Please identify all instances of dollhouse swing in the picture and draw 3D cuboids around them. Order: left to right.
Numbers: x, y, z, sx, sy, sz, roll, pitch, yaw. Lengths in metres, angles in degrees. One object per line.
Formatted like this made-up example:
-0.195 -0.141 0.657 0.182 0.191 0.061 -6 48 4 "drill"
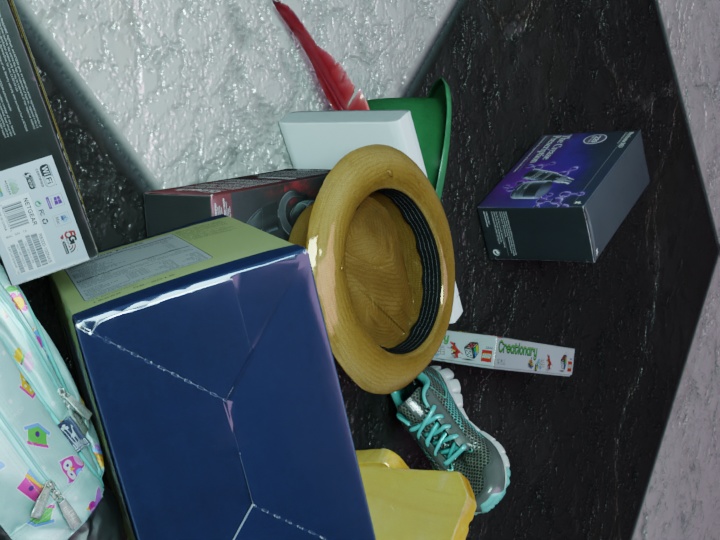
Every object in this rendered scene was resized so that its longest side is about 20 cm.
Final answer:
0.040 0.294 0.967 0.182 0.174 0.201 56 49 -42 "dollhouse swing"

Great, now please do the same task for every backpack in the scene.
-0.233 0.088 0.586 0.127 0.165 0.202 -47 119 -50 "backpack"

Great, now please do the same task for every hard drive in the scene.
0.011 -0.047 0.923 0.027 0.131 0.202 -46 129 -40 "hard drive"

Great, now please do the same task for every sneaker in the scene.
0.075 0.159 1.027 0.091 0.200 0.078 33 104 -38 "sneaker"

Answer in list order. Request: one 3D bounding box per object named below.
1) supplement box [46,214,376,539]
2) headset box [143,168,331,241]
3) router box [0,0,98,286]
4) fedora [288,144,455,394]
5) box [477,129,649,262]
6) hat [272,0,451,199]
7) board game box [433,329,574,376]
-0.102 0.085 0.655 0.133 0.200 0.202 -17 105 -18 "supplement box"
-0.089 0.002 0.834 0.199 0.077 0.151 -17 107 -55 "headset box"
-0.210 -0.112 0.580 0.052 0.157 0.202 -19 115 -13 "router box"
0.000 0.000 0.827 0.200 0.081 0.203 -2 93 -52 "fedora"
0.252 -0.094 1.260 0.200 0.140 0.080 -46 129 -43 "box"
-0.017 -0.119 0.964 0.166 0.174 0.203 -174 -88 -81 "hat"
0.137 0.088 1.127 0.199 0.125 0.035 13 84 -55 "board game box"
